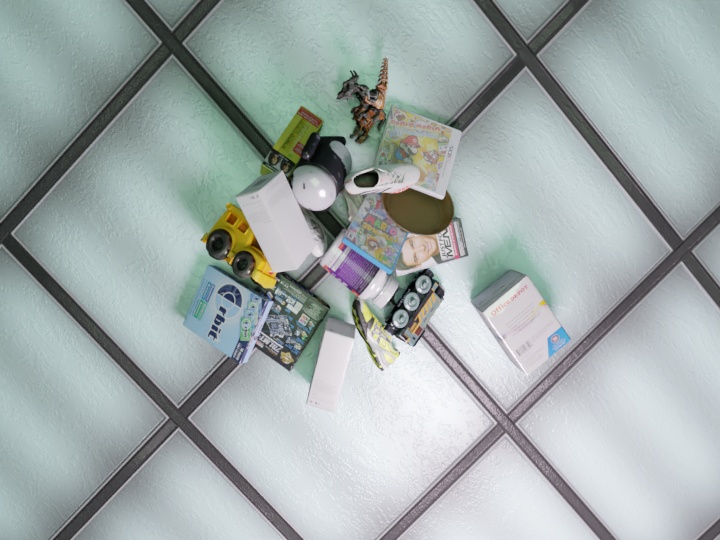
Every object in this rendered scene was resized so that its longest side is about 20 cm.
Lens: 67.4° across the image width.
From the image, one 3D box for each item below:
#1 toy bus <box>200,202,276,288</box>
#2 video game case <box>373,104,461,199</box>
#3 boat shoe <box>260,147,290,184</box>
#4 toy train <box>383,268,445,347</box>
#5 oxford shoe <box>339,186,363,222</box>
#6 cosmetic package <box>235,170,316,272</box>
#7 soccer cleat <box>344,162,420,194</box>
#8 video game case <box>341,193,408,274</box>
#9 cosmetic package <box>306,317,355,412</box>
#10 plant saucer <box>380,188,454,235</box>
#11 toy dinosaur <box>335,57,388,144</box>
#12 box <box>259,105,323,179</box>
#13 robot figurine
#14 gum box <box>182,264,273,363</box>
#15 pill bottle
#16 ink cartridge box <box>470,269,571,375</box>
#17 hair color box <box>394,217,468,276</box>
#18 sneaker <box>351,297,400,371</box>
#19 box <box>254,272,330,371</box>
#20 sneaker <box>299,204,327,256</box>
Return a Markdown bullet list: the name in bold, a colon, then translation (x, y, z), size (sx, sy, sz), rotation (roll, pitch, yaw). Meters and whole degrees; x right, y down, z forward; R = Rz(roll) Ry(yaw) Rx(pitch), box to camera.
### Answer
- **toy bus**: translation (-0.265, -0.081, 1.342), size (0.197, 0.136, 0.195), rotation (33, 87, 18)
- **video game case**: translation (0.144, -0.301, 1.370), size (0.193, 0.023, 0.188), rotation (18, 79, -3)
- **boat shoe**: translation (-0.160, -0.230, 1.370), size (0.199, 0.074, 0.064), rotation (39, 103, -1)
- **toy train**: translation (0.142, 0.097, 1.403), size (0.113, 0.085, 0.203), rotation (40, 79, -22)
- **oxford shoe**: translation (0.000, -0.131, 1.386), size (0.056, 0.075, 0.206), rotation (-24, 89, -4)
- **cosmetic package**: translation (-0.192, -0.112, 1.258), size (0.082, 0.108, 0.205), rotation (-6, 118, 33)
- **soccer cleat**: translation (0.057, -0.220, 1.291), size (0.192, 0.085, 0.072), rotation (-9, 92, -11)
- **video game case**: translation (0.050, -0.105, 1.328), size (0.141, 0.018, 0.203), rotation (32, 52, -7)
- **cosmetic package**: translation (-0.076, 0.241, 1.392), size (0.082, 0.108, 0.207), rotation (16, 104, -2)
- **plant saucer**: translation (0.140, -0.163, 1.361), size (0.192, 0.036, 0.207), rotation (7, 57, -11)
- **toy dinosaur**: translation (0.015, -0.429, 1.358), size (0.132, 0.102, 0.207), rotation (23, 78, -19)
- **box**: translation (-0.168, -0.305, 1.330), size (0.074, 0.050, 0.204), rotation (31, 65, -5)
- **robot figurine**: translation (-0.094, -0.239, 1.304), size (0.149, 0.124, 0.204), rotation (37, 53, -17)
- **gum box**: translation (-0.341, 0.110, 1.385), size (0.196, 0.044, 0.175), rotation (27, 94, 18)
- **pill bottle**: translation (0.000, 0.000, 1.381), size (0.198, 0.111, 0.112), rotation (39, 94, -5)
- **ink cartridge box**: translation (0.405, 0.127, 1.388), size (0.146, 0.145, 0.203), rotation (-36, 96, 3)
- **hair color box**: translation (0.174, -0.062, 1.404), size (0.193, 0.061, 0.103), rotation (-15, 97, 1)
- **sneaker**: translation (0.038, 0.159, 1.429), size (0.075, 0.075, 0.205), rotation (-27, 103, -13)
- **box**: translation (-0.209, 0.124, 1.422), size (0.197, 0.050, 0.202), rotation (34, 97, -3)
- **sneaker**: translation (-0.160, -0.107, 1.380), size (0.099, 0.077, 0.203), rotation (-40, 72, 18)
